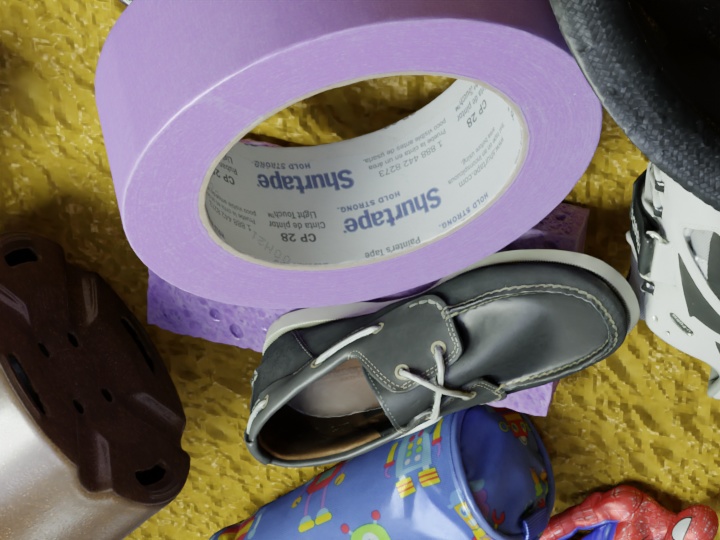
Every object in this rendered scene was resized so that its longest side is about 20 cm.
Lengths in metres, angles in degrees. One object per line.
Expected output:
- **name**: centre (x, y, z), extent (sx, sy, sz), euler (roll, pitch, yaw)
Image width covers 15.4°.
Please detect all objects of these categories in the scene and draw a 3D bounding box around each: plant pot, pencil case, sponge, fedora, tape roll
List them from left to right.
- **plant pot**: centre (-0.200, 0.095, 1.266), extent (0.198, 0.201, 0.200), euler (-33, 114, 20)
- **tape roll**: centre (-0.005, -0.064, 1.082), extent (0.199, 0.066, 0.200), euler (-12, 149, -7)
- **sponge**: centre (0.000, 0.000, 1.226), extent (0.199, 0.030, 0.112), euler (13, 133, 8)
- **pencil case**: centre (0.008, 0.133, 1.305), extent (0.200, 0.078, 0.087), euler (-32, 90, 37)
- **fedora**: centre (0.144, -0.107, 1.023), extent (0.200, 0.201, 0.092), euler (38, 164, -15)

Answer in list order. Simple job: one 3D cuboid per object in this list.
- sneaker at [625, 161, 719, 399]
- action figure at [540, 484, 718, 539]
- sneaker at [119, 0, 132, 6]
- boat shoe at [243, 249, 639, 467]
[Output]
- **sneaker**: centre (0.142, -0.014, 1.134), extent (0.088, 0.074, 0.200), euler (-14, 123, 27)
- **action figure**: centre (0.094, 0.154, 1.318), extent (0.200, 0.052, 0.065), euler (-27, 113, 33)
- **sneaker**: centre (-0.073, -0.164, 1.080), extent (0.115, 0.076, 0.201), euler (10, 133, 14)
- **boat shoe**: centre (0.034, 0.044, 1.184), extent (0.199, 0.068, 0.072), euler (-16, 122, 33)
